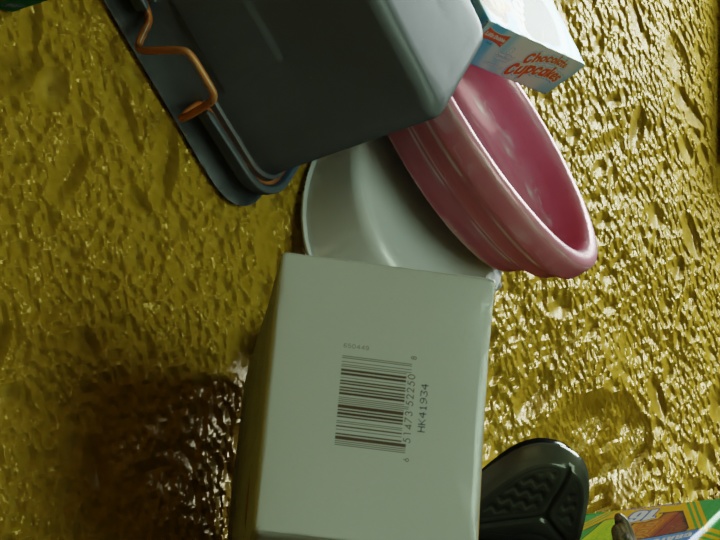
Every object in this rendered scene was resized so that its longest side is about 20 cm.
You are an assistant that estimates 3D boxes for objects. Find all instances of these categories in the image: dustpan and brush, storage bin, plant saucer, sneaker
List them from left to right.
[{"bbox_3d":[-0.037,-0.144,0.998,0.201,0.133,0.146,60,38,-26],"label":"storage bin"},{"bbox_3d":[0.000,0.000,1.090,0.140,0.057,0.200,56,27,-9],"label":"dustpan and brush"},{"bbox_3d":[0.057,0.138,1.044,0.075,0.200,0.115,11,41,-14],"label":"sneaker"},{"bbox_3d":[0.065,-0.077,1.156,0.201,0.051,0.201,50,18,-23],"label":"plant saucer"}]

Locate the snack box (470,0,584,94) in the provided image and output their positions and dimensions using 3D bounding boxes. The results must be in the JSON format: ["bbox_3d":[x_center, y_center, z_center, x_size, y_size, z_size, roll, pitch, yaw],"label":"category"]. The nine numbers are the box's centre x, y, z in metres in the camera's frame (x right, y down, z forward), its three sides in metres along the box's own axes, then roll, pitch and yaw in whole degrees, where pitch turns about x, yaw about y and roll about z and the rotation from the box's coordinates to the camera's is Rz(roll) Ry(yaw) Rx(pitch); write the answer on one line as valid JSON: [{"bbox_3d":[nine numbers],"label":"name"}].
[{"bbox_3d":[0.054,-0.205,1.172,0.116,0.037,0.201,12,49,-55],"label":"snack box"}]

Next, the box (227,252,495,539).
[{"bbox_3d":[-0.006,0.087,0.917,0.200,0.096,0.126,114,-18,-70],"label":"box"}]

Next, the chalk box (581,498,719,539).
[{"bbox_3d":[0.153,0.231,1.189,0.200,0.124,0.125,-23,100,-57],"label":"chalk box"}]

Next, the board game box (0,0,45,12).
[{"bbox_3d":[-0.203,-0.219,0.864,0.134,0.029,0.202,-5,85,-57],"label":"board game box"}]

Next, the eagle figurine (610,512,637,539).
[{"bbox_3d":[0.083,0.207,0.925,0.199,0.151,0.152,-37,117,-25],"label":"eagle figurine"}]
